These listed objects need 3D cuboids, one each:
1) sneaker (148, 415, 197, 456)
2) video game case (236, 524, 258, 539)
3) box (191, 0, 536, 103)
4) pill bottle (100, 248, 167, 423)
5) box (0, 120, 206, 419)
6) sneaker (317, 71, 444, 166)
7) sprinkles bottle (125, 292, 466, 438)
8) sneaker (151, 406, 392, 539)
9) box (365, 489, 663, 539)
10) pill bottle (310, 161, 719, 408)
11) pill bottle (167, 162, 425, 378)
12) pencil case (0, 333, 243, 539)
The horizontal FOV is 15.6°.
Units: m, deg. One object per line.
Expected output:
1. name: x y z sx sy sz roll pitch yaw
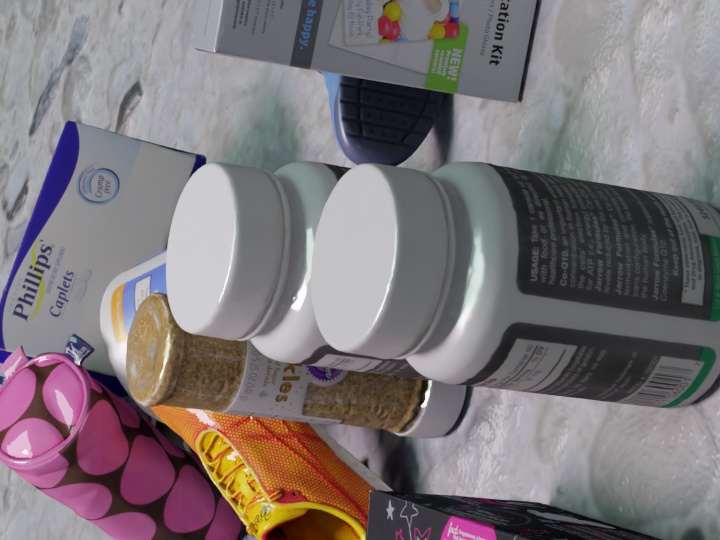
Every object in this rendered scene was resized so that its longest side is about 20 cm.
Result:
1. sneaker: -0.085 0.105 1.798 0.200 0.076 0.088 -50 46 47
2. video game case: -0.092 0.221 1.720 0.182 0.022 0.200 -55 11 -34
3. box: 0.011 -0.189 1.540 0.041 0.200 0.156 22 102 63
4. pill bottle: -0.058 0.014 1.670 0.200 0.112 0.112 -25 57 29
5. box: -0.182 0.028 1.848 0.200 0.105 0.184 96 -171 -64
6. sneaker: 0.006 -0.142 1.688 0.082 0.074 0.200 -45 36 50
7. sprinkles bottle: -0.037 0.058 1.567 0.068 0.200 0.068 -27 60 59
8. sneaker: -0.056 0.122 1.613 0.200 0.077 0.073 36 128 13
9. box: 0.089 0.195 1.375 0.200 0.115 0.132 8 92 65
10. pill bottle: 0.084 0.006 1.339 0.113 0.200 0.113 -29 57 58
11. pill bottle: 0.000 0.000 1.493 0.113 0.200 0.113 -28 58 58
12. pencil case: -0.160 0.125 1.730 0.091 0.200 0.094 -45 48 -1
